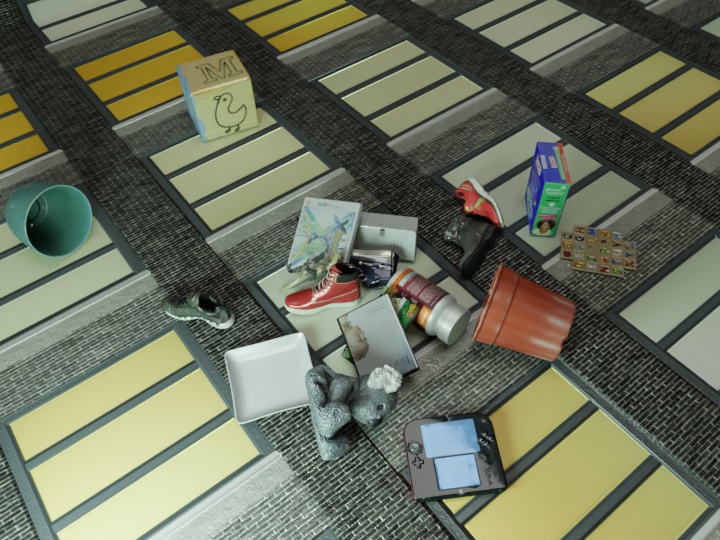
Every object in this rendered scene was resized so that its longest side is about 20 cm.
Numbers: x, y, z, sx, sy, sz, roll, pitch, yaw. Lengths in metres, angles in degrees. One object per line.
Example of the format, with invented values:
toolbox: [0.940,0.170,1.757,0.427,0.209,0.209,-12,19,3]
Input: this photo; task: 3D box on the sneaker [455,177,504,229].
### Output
sneaker: [0.339,-0.177,1.867,0.085,0.077,0.201,-33,52,1]

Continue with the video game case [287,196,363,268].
video game case: [-0.096,-0.090,1.734,0.181,0.022,0.202,10,82,31]

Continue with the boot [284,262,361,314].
boot: [-0.099,0.038,1.639,0.198,0.145,0.073,-10,51,-4]

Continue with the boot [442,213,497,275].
boot: [0.278,-0.071,1.778,0.131,0.070,0.200,19,45,26]

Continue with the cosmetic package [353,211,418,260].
cosmetic package: [0.054,-0.094,1.769,0.198,0.102,0.074,5,38,8]

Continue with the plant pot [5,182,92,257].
plant pot: [-0.877,-0.153,1.810,0.160,0.202,0.201,18,51,30]

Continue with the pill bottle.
pill bottle: [0.163,0.088,1.604,0.199,0.115,0.114,34,58,28]

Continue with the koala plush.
koala plush: [-0.009,0.276,1.409,0.198,0.178,0.185,-11,50,-11]

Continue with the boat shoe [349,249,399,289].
boat shoe: [0.000,0.000,1.718,0.198,0.075,0.094,-2,65,14]

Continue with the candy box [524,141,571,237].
candy box: [0.510,-0.222,1.798,0.076,0.201,0.170,2,49,4]

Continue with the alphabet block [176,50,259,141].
alphabet block: [-0.467,-0.575,2.150,0.199,0.196,0.197,-21,53,-14]

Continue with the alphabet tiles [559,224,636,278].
alphabet tiles: [0.644,-0.055,1.776,0.198,0.006,0.167,10,51,11]

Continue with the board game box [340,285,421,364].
board game box: [0.048,0.146,1.559,0.104,0.023,0.201,32,87,25]

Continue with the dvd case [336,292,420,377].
dvd case: [0.038,0.171,1.532,0.142,0.018,0.201,-27,67,10]

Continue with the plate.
plate: [-0.205,0.253,1.532,0.198,0.032,0.200,-14,51,-10]

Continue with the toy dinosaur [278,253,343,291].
toy dinosaur: [-0.139,0.004,1.658,0.199,0.088,0.048,-24,56,14]

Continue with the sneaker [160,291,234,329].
sneaker: [-0.414,0.085,1.646,0.198,0.091,0.067,13,50,13]

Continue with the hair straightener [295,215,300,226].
hair straightener: [-0.122,-0.099,1.833,0.076,0.041,0.200,-21,47,-16]

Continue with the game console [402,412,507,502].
game console: [0.197,0.394,1.395,0.198,0.031,0.178,-6,49,-2]

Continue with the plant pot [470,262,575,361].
plant pot: [0.385,0.110,1.538,0.194,0.201,0.201,22,53,9]
